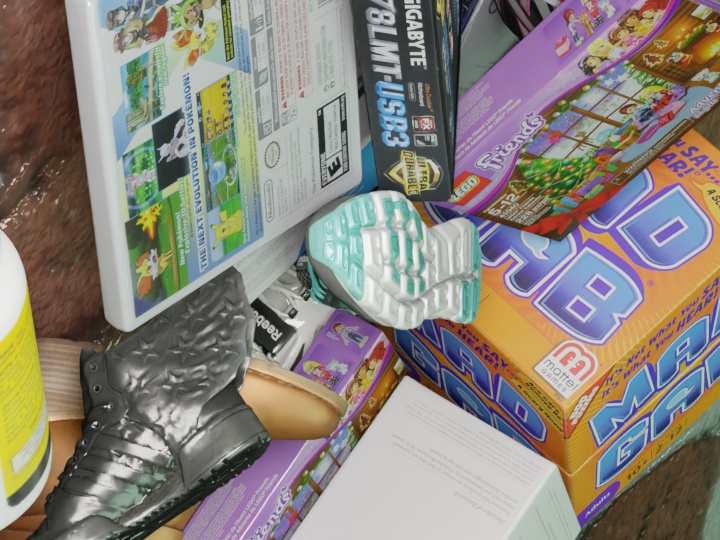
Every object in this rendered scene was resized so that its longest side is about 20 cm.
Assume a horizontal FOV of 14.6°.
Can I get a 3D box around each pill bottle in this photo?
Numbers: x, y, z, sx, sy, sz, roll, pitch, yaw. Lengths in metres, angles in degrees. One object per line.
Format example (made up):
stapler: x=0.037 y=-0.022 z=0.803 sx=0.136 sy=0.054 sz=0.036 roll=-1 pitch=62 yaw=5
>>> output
pill bottle: x=-0.221 y=0.039 z=1.427 sx=0.114 sy=0.114 sz=0.201 roll=-41 pitch=149 yaw=-30

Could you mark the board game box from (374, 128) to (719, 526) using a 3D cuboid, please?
board game box: x=0.140 y=0.007 z=1.864 sx=0.200 sy=0.200 sz=0.200 roll=-41 pitch=155 yaw=-14

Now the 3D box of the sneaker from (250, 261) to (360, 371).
sneaker: x=-0.061 y=0.043 z=1.747 sx=0.088 sy=0.074 sz=0.201 roll=-6 pitch=123 yaw=-60

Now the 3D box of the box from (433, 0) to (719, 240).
box: x=0.139 y=-0.102 z=1.667 sx=0.136 sy=0.039 sz=0.200 roll=15 pitch=132 yaw=-46

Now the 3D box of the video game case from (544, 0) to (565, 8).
video game case: x=0.203 y=-0.209 z=1.633 sx=0.200 sy=0.018 sz=0.143 roll=-37 pitch=156 yaw=18

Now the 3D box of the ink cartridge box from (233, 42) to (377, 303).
ink cartridge box: x=-0.070 y=-0.087 z=1.577 sx=0.146 sy=0.086 sz=0.201 roll=-43 pitch=148 yaw=-26

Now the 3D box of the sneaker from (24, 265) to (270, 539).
sneaker: x=-0.128 y=0.087 z=1.528 sx=0.199 sy=0.104 sz=0.060 roll=-33 pitch=165 yaw=-5

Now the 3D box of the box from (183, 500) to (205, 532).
box: x=-0.138 y=0.151 z=1.727 sx=0.069 sy=0.082 sz=0.200 roll=-58 pitch=152 yaw=-1

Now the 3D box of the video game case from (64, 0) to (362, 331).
video game case: x=-0.071 y=-0.092 z=1.456 sx=0.182 sy=0.022 sz=0.201 roll=-34 pitch=136 yaw=-35

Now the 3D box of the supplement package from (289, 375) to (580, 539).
supplement package: x=0.028 y=0.193 z=1.746 sx=0.200 sy=0.119 sz=0.121 roll=-54 pitch=156 yaw=-15

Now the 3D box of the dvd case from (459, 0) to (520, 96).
dvd case: x=0.101 y=-0.164 z=1.852 sx=0.150 sy=0.025 sz=0.201 roll=3 pitch=117 yaw=-60

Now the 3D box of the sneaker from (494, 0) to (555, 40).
sneaker: x=0.108 y=-0.187 z=1.745 sx=0.080 sy=0.086 sz=0.201 roll=-30 pitch=109 yaw=-29

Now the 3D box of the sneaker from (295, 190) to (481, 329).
sneaker: x=0.000 y=0.000 z=1.600 sx=0.200 sy=0.091 sz=0.078 roll=22 pitch=68 yaw=-67

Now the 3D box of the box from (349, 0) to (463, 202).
box: x=0.028 y=-0.174 z=1.574 sx=0.200 sy=0.049 sz=0.199 roll=80 pitch=12 yaw=-54

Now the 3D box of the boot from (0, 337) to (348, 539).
boot: x=-0.109 y=0.125 z=1.585 sx=0.077 sy=0.199 sz=0.156 roll=133 pitch=-38 yaw=-68

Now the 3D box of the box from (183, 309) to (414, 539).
box: x=-0.037 y=0.136 z=1.753 sx=0.200 sy=0.039 sz=0.137 roll=-55 pitch=154 yaw=-11
